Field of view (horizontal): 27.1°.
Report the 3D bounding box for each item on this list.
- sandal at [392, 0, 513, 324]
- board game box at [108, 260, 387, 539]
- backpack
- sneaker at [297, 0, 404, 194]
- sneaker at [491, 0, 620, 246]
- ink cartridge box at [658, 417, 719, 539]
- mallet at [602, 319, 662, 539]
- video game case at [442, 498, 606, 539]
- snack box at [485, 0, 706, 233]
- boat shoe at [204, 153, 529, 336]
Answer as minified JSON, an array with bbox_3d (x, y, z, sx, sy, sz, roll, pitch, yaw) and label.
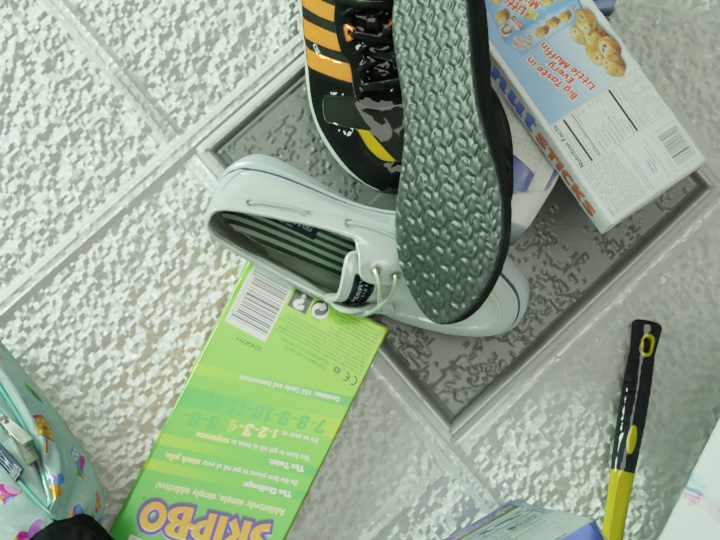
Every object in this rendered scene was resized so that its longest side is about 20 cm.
[{"bbox_3d":[0.059,-0.071,0.836,0.048,0.075,0.203,3,84,-46],"label":"sandal"},{"bbox_3d":[-0.070,0.103,0.891,0.095,0.030,0.201,27,80,-2],"label":"board game box"},{"bbox_3d":[-0.218,0.114,0.820,0.126,0.167,0.200,-35,76,-19],"label":"backpack"},{"bbox_3d":[-0.002,-0.147,0.881,0.069,0.090,0.202,-12,76,-7],"label":"sneaker"},{"bbox_3d":[0.081,-0.122,0.910,0.114,0.081,0.201,20,76,0],"label":"sneaker"},{"bbox_3d":[0.246,0.154,0.799,0.085,0.148,0.201,0,121,-43],"label":"ink cartridge box"},{"bbox_3d":[0.149,0.128,0.910,0.065,0.041,0.202,6,80,-9],"label":"mallet"},{"bbox_3d":[0.030,0.195,0.815,0.199,0.181,0.046,-28,89,-8],"label":"video game case"},{"bbox_3d":[0.112,-0.123,0.860,0.072,0.024,0.201,-32,82,-13],"label":"snack box"},{"bbox_3d":[0.000,0.000,0.879,0.198,0.067,0.074,20,125,6],"label":"boat shoe"}]
